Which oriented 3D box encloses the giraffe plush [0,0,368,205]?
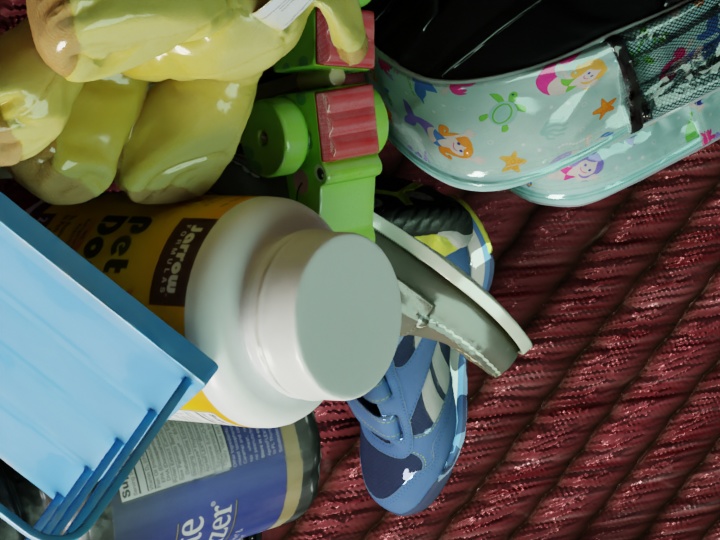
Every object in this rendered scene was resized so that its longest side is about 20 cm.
[{"bbox_3d":[-0.106,-0.147,1.309,0.200,0.163,0.172,-34,151,16],"label":"giraffe plush"}]

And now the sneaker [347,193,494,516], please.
[{"bbox_3d":[0.017,0.052,1.641,0.082,0.074,0.201,-12,122,-34],"label":"sneaker"}]

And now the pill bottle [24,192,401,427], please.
[{"bbox_3d":[-0.079,0.018,1.379,0.109,0.199,0.110,-3,94,-49],"label":"pill bottle"}]

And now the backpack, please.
[{"bbox_3d":[0.095,-0.124,1.476,0.199,0.178,0.151,-25,132,-16],"label":"backpack"}]

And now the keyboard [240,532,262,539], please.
[{"bbox_3d":[-0.137,0.184,1.644,0.199,0.040,0.104,-24,137,-24],"label":"keyboard"}]

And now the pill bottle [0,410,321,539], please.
[{"bbox_3d":[-0.130,0.107,1.528,0.199,0.112,0.112,-17,133,-29],"label":"pill bottle"}]

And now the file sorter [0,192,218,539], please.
[{"bbox_3d":[-0.184,0.076,1.333,0.123,0.139,0.200,-56,-172,-32],"label":"file sorter"}]

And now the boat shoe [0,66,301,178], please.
[{"bbox_3d":[-0.112,-0.100,1.411,0.199,0.072,0.068,-21,113,-32],"label":"boat shoe"}]

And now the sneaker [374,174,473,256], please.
[{"bbox_3d":[-0.033,-0.003,1.540,0.199,0.075,0.077,-9,113,-22],"label":"sneaker"}]

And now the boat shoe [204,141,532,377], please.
[{"bbox_3d":[-0.001,0.000,1.471,0.201,0.072,0.060,36,82,-19],"label":"boat shoe"}]

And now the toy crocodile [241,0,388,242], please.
[{"bbox_3d":[-0.018,-0.106,1.395,0.067,0.062,0.201,-6,93,-37],"label":"toy crocodile"}]
